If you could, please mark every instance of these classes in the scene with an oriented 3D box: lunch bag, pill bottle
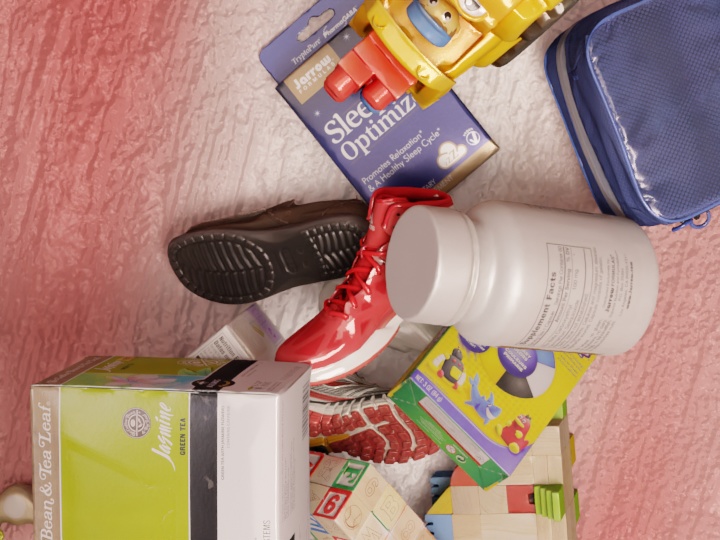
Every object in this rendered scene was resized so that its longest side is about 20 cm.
[{"bbox_3d":[0.247,-0.127,1.273,0.135,0.132,0.202,-22,96,-9],"label":"lunch bag"},{"bbox_3d":[0.126,0.004,1.223,0.198,0.114,0.116,6,100,-27],"label":"pill bottle"}]

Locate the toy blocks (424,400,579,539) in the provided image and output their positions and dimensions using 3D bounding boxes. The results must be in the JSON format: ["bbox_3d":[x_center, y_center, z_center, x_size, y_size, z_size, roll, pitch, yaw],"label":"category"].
[{"bbox_3d":[0.117,0.206,1.357,0.135,0.100,0.203,-3,97,17],"label":"toy blocks"}]

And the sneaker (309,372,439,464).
[{"bbox_3d":[-0.006,0.114,1.344,0.197,0.083,0.078,0,136,11],"label":"sneaker"}]

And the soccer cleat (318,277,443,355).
[{"bbox_3d":[0.061,0.044,1.345,0.198,0.069,0.078,19,82,-1],"label":"soccer cleat"}]

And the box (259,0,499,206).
[{"bbox_3d":[0.013,-0.145,1.338,0.121,0.032,0.201,-39,92,9],"label":"box"}]

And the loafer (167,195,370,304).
[{"bbox_3d":[-0.072,-0.021,1.349,0.198,0.071,0.074,-5,117,19],"label":"loafer"}]

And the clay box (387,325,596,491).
[{"bbox_3d":[0.123,0.072,1.290,0.115,0.048,0.200,43,55,-2],"label":"clay box"}]

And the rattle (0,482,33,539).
[{"bbox_3d":[-0.292,0.296,1.376,0.129,0.143,0.201,-30,89,-10],"label":"rattle"}]

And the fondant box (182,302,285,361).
[{"bbox_3d":[-0.161,0.117,1.332,0.199,0.144,0.058,-37,91,9],"label":"fondant box"}]

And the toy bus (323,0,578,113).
[{"bbox_3d":[0.056,-0.199,1.222,0.192,0.200,0.136,-41,94,-7],"label":"toy bus"}]

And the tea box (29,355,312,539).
[{"bbox_3d":[-0.142,0.177,1.193,0.194,0.134,0.203,2,97,8],"label":"tea box"}]

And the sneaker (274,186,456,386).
[{"bbox_3d":[0.000,0.000,1.259,0.199,0.078,0.116,-35,125,-20],"label":"sneaker"}]

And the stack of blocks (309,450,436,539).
[{"bbox_3d":[0.009,0.241,1.328,0.200,0.114,0.059,52,60,-30],"label":"stack of blocks"}]
